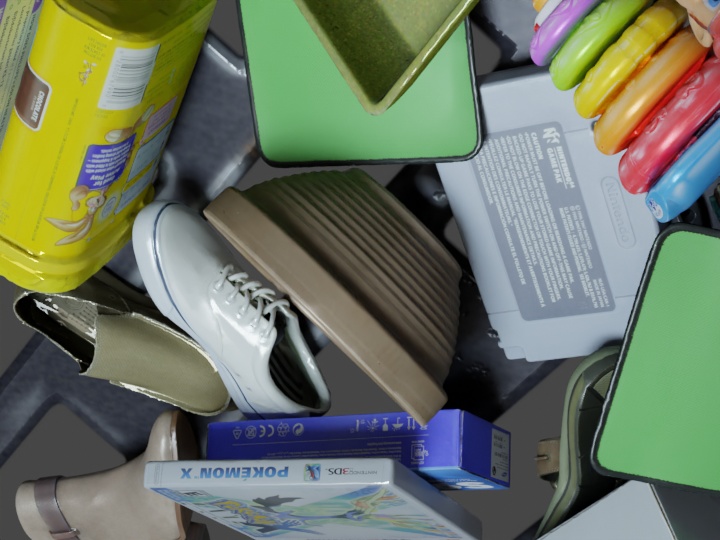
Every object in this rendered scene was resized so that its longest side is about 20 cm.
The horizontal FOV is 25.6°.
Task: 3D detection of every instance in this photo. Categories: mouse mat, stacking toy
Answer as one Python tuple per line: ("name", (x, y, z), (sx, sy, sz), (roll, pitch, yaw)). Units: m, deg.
("mouse mat", (0.246, 0.064, 0.934), (0.200, 0.008, 0.161), (12, 107, -9))
("mouse mat", (-0.007, -0.163, 0.988), (0.161, 0.008, 0.200), (0, 106, 25))
("stacking toy", (0.140, -0.132, 0.901), (0.200, 0.116, 0.110), (44, 92, 7))

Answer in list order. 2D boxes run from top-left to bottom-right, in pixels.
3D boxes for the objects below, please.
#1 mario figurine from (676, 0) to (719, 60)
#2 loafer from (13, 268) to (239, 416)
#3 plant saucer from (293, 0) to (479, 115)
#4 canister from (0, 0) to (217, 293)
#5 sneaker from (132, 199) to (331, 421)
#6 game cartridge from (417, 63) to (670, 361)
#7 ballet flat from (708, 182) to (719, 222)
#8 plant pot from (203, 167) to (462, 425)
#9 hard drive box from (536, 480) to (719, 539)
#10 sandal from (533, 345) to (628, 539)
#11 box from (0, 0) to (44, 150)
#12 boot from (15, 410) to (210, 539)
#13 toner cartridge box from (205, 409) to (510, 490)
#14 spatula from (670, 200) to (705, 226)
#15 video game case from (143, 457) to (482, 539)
("mario figurine", (0.163, -0.186, 0.816), (0.200, 0.106, 0.124), (56, 159, 29))
("loafer", (-0.175, 0.056, 1.179), (0.200, 0.067, 0.076), (27, 126, 7))
("plant saucer", (0.030, -0.222, 0.888), (0.200, 0.048, 0.200), (-49, 60, 32))
("canister", (-0.172, -0.103, 1.036), (0.086, 0.149, 0.200), (30, 124, 6))
("sneaker", (-0.083, 0.028, 1.119), (0.071, 0.073, 0.200), (-9, 127, 39))
("game cartridge", (0.127, -0.037, 1.012), (0.133, 0.042, 0.200), (-10, 114, 24))
("ballet flat", (0.281, 0.021, 0.969), (0.069, 0.069, 0.200), (-19, 112, 31))
("plant pot", (0.000, 0.000, 1.026), (0.201, 0.201, 0.093), (45, 88, -6))
("hard drive box", (0.180, 0.210, 1.056), (0.200, 0.156, 0.077), (-43, 57, 36))
("sandal", (0.155, 0.120, 1.079), (0.057, 0.080, 0.201), (51, 147, 41))
("box", (-0.249, -0.157, 1.003), (0.097, 0.200, 0.176), (31, 127, 5))
("boot", (-0.200, 0.181, 1.252), (0.146, 0.070, 0.200), (3, 130, 8))
("toner cartridge box", (-0.002, 0.132, 1.130), (0.200, 0.095, 0.043), (-6, 71, 26))
("spatula", (0.226, 0.042, 1.021), (0.056, 0.021, 0.200), (-15, 110, 6))
("video game case", (-0.028, 0.167, 1.126), (0.182, 0.022, 0.200), (-4, 158, 21))
